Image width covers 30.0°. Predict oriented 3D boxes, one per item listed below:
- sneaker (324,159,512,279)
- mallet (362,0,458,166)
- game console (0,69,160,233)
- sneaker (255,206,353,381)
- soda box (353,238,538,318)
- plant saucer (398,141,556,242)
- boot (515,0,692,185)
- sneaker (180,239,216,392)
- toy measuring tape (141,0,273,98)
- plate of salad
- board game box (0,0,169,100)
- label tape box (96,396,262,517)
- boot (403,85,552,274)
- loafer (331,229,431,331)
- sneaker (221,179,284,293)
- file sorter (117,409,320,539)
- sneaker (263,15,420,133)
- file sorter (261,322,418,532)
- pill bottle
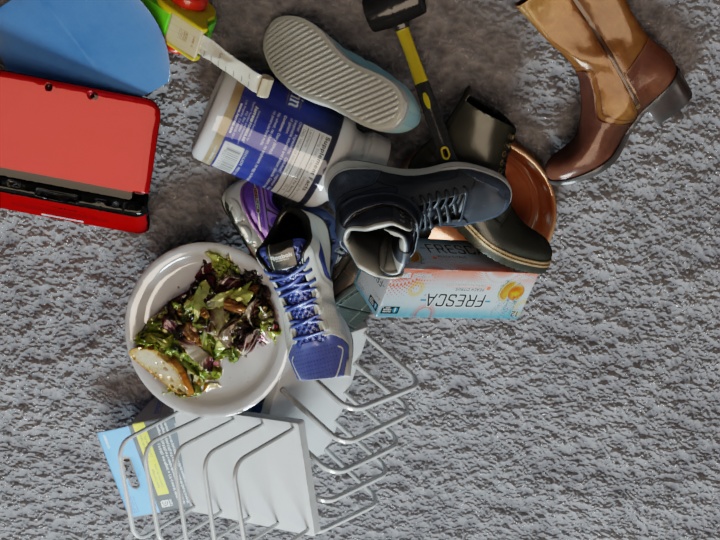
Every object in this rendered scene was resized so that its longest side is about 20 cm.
[{"bbox_3d":[0.068,-0.050,1.376,0.200,0.147,0.078,0,122,-9],"label":"sneaker"},{"bbox_3d":[0.071,-0.210,1.422,0.065,0.041,0.201,-26,93,15],"label":"mallet"},{"bbox_3d":[-0.326,-0.128,1.497,0.198,0.172,0.120,11,79,-5],"label":"game console"},{"bbox_3d":[-0.069,0.018,1.445,0.080,0.115,0.202,-11,76,19],"label":"sneaker"},{"bbox_3d":[0.097,0.009,1.494,0.198,0.064,0.069,3,124,-31],"label":"soda box"},{"bbox_3d":[0.126,-0.069,1.547,0.198,0.032,0.202,1,121,2],"label":"plant saucer"},{"bbox_3d":[0.232,-0.210,1.441,0.188,0.069,0.200,-34,113,20],"label":"boot"},{"bbox_3d":[-0.194,0.067,1.593,0.080,0.074,0.202,-10,92,32],"label":"sneaker"},{"bbox_3d":[-0.157,-0.245,1.405,0.199,0.073,0.074,34,121,17],"label":"toy measuring tape"},{"bbox_3d":[-0.176,0.069,1.519,0.198,0.048,0.202,1,95,11],"label":"plate of salad"},{"bbox_3d":[-0.293,-0.247,1.433,0.199,0.039,0.158,-22,118,30],"label":"board game box"},{"bbox_3d":[-0.216,0.228,1.710,0.198,0.063,0.145,-10,119,7],"label":"label tape box"},{"bbox_3d":[0.156,-0.095,1.474,0.199,0.078,0.139,29,112,-16],"label":"boot"},{"bbox_3d":[0.000,0.000,1.525,0.200,0.063,0.072,-48,146,12],"label":"loafer"},{"bbox_3d":[-0.081,-0.021,1.548,0.083,0.081,0.201,-31,111,-5],"label":"sneaker"},{"bbox_3d":[-0.168,0.248,1.555,0.199,0.124,0.140,3,107,37],"label":"file sorter"},{"bbox_3d":[-0.019,-0.199,1.426,0.200,0.082,0.074,40,101,25],"label":"sneaker"},{"bbox_3d":[-0.031,0.189,1.609,0.124,0.138,0.201,38,125,31],"label":"file sorter"},{"bbox_3d":[-0.074,-0.138,1.461,0.198,0.116,0.116,23,119,-13],"label":"pill bottle"}]
